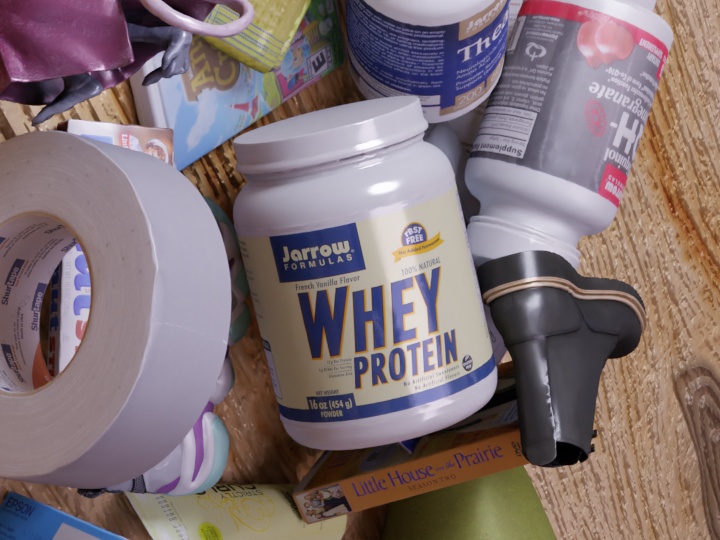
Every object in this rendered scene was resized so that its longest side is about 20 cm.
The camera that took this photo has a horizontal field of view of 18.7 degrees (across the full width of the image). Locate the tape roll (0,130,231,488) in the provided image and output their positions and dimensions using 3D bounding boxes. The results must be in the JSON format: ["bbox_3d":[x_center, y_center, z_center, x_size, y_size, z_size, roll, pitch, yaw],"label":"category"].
[{"bbox_3d":[-0.170,0.023,1.251,0.066,0.200,0.201,14,94,-52],"label":"tape roll"}]

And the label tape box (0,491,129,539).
[{"bbox_3d":[-0.131,0.221,1.399,0.200,0.143,0.066,34,76,-39],"label":"label tape box"}]

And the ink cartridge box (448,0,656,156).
[{"bbox_3d":[0.138,-0.161,1.657,0.147,0.086,0.200,16,91,-52],"label":"ink cartridge box"}]

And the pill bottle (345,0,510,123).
[{"bbox_3d":[0.045,-0.190,1.434,0.111,0.111,0.200,-55,165,-21],"label":"pill bottle"}]

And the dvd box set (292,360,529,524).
[{"bbox_3d":[0.063,0.114,1.561,0.029,0.200,0.146,64,31,-13],"label":"dvd box set"}]

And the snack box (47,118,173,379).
[{"bbox_3d":[-0.155,0.010,1.349,0.072,0.024,0.201,3,86,-27],"label":"snack box"}]

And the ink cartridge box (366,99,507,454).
[{"bbox_3d":[0.037,-0.008,1.532,0.200,0.041,0.200,56,43,-18],"label":"ink cartridge box"}]

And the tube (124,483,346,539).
[{"bbox_3d":[-0.085,0.177,1.536,0.200,0.058,0.052,7,91,-54],"label":"tube"}]

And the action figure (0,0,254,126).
[{"bbox_3d":[-0.175,-0.189,1.201,0.134,0.149,0.200,-20,87,-56],"label":"action figure"}]

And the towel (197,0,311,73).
[{"bbox_3d":[-0.087,-0.219,1.353,0.200,0.023,0.144,27,90,-46],"label":"towel"}]

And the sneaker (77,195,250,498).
[{"bbox_3d":[-0.145,0.052,1.398,0.140,0.078,0.201,-2,97,-43],"label":"sneaker"}]

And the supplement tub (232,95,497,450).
[{"bbox_3d":[0.000,0.000,1.395,0.145,0.145,0.200,-24,105,-44],"label":"supplement tub"}]

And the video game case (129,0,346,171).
[{"bbox_3d":[-0.086,-0.187,1.416,0.182,0.022,0.200,-37,131,-37],"label":"video game case"}]

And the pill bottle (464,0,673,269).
[{"bbox_3d":[0.138,-0.091,1.527,0.111,0.111,0.200,26,82,-53],"label":"pill bottle"}]

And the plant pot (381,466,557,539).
[{"bbox_3d":[0.087,0.243,1.703,0.187,0.187,0.201,-12,99,-49],"label":"plant pot"}]

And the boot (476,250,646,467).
[{"bbox_3d":[0.142,0.075,1.466,0.200,0.077,0.139,17,59,-55],"label":"boot"}]
